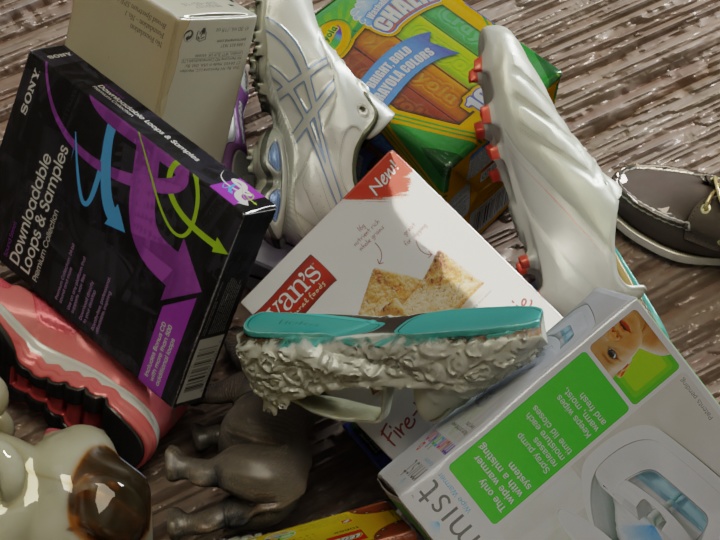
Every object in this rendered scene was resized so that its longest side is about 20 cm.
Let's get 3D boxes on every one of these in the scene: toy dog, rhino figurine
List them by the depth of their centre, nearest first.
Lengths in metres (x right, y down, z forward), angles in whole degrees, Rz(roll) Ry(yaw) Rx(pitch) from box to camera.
[{"bbox_3d":[-0.221,0.152,1.368,0.198,0.140,0.195,-10,56,-13],"label":"toy dog"},{"bbox_3d":[-0.067,0.091,1.466,0.087,0.060,0.201,-2,36,9],"label":"rhino figurine"}]

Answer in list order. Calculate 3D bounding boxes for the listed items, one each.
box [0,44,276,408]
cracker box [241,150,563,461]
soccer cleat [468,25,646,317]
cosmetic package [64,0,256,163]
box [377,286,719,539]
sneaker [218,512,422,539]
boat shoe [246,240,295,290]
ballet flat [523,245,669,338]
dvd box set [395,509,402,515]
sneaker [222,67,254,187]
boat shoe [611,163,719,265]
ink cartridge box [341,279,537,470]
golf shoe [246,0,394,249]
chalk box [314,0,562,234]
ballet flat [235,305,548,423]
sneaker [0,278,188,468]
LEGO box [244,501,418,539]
[{"bbox_3d":[-0.152,-0.030,1.439,0.200,0.144,0.036,37,30,29],"label":"box"},{"bbox_3d":[0.043,0.045,1.401,0.134,0.058,0.200,-45,76,-2],"label":"cracker box"},{"bbox_3d":[0.123,-0.062,1.468,0.077,0.069,0.202,-15,84,-4],"label":"soccer cleat"},{"bbox_3d":[-0.145,-0.090,1.496,0.073,0.202,0.103,-8,31,-46],"label":"cosmetic package"},{"bbox_3d":[0.138,0.143,1.313,0.176,0.097,0.201,-38,97,-5],"label":"box"},{"bbox_3d":[-0.042,0.207,1.385,0.198,0.070,0.100,-10,90,9],"label":"sneaker"},{"bbox_3d":[0.000,0.000,1.506,0.199,0.074,0.067,24,66,33],"label":"boat shoe"},{"bbox_3d":[0.140,-0.011,1.520,0.063,0.069,0.201,-20,54,-3],"label":"ballet flat"},{"bbox_3d":[0.125,0.180,1.405,0.146,0.029,0.200,-45,71,-5],"label":"dvd box set"},{"bbox_3d":[-0.125,-0.081,1.599,0.099,0.075,0.201,-11,54,10],"label":"sneaker"},{"bbox_3d":[0.264,-0.035,1.593,0.199,0.060,0.072,21,55,10],"label":"boat shoe"},{"bbox_3d":[0.100,0.084,1.507,0.199,0.042,0.119,-31,62,-22],"label":"ink cartridge box"},{"bbox_3d":[-0.026,-0.116,1.497,0.096,0.078,0.202,-2,89,3],"label":"golf shoe"},{"bbox_3d":[0.020,-0.121,1.594,0.200,0.124,0.125,37,59,20],"label":"chalk box"},{"bbox_3d":[0.021,0.055,1.331,0.198,0.072,0.072,-1,49,28],"label":"ballet flat"},{"bbox_3d":[-0.195,0.050,1.498,0.199,0.074,0.087,36,45,15],"label":"sneaker"},{"bbox_3d":[-0.055,0.233,1.304,0.198,0.077,0.150,-15,99,-9],"label":"LEGO box"}]
